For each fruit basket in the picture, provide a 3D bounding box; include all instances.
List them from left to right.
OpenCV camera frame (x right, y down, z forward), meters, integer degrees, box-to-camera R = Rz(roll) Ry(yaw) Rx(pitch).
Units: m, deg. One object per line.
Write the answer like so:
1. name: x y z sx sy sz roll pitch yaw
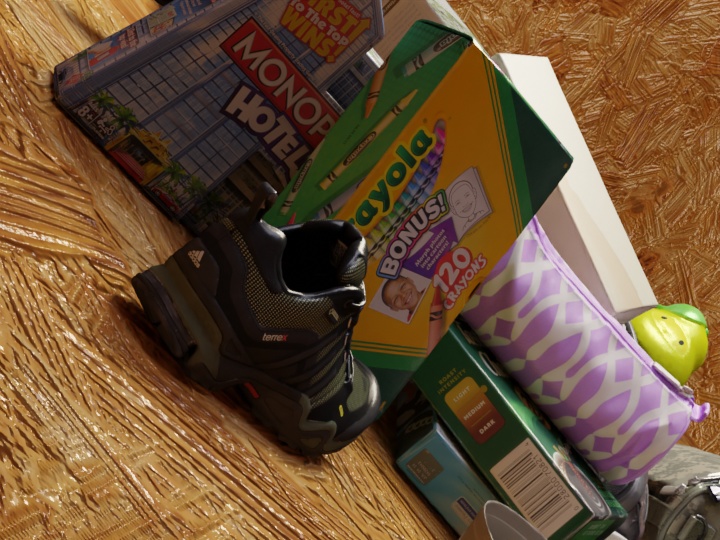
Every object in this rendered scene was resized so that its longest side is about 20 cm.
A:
1. fruit basket: 0.230 0.096 1.530 0.216 0.215 0.155 54 10 24

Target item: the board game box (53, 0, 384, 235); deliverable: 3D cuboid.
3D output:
1. board game box: -0.041 -0.106 0.984 0.200 0.200 0.062 46 9 -26

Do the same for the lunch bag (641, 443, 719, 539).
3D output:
1. lunch bag: 0.250 0.206 1.277 0.167 0.140 0.200 31 -7 -21

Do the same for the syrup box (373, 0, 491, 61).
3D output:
1. syrup box: 0.043 -0.132 1.130 0.079 0.081 0.201 29 23 -49

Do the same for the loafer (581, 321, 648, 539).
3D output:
1. loafer: 0.177 0.111 1.213 0.201 0.071 0.063 -86 155 -47

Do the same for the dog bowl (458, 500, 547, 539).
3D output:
1. dog bowl: 0.107 0.218 0.870 0.200 0.059 0.200 49 10 -11

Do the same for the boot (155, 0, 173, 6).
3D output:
1. boot: -0.057 -0.135 1.146 0.164 0.066 0.201 18 34 -50

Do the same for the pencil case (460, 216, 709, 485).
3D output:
1. pencil case: 0.135 0.047 1.083 0.200 0.085 0.084 46 30 -10

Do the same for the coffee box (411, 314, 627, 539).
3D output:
1. coffee box: 0.087 0.092 1.081 0.201 0.044 0.123 52 9 19

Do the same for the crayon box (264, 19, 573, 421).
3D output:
1. crayon box: 0.021 -0.028 0.964 0.119 0.201 0.058 43 -7 -39

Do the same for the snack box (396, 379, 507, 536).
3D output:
1. snack box: 0.073 0.130 1.125 0.116 0.037 0.200 49 9 -8

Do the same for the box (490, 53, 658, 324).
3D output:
1. box: 0.121 -0.045 1.185 0.077 0.095 0.202 -6 69 -57

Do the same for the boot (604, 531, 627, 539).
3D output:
1. boot: 0.188 0.249 1.175 0.201 0.073 0.090 52 -5 -11

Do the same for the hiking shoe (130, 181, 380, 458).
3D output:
1. hiking shoe: -0.024 0.028 0.842 0.076 0.100 0.200 56 10 31
